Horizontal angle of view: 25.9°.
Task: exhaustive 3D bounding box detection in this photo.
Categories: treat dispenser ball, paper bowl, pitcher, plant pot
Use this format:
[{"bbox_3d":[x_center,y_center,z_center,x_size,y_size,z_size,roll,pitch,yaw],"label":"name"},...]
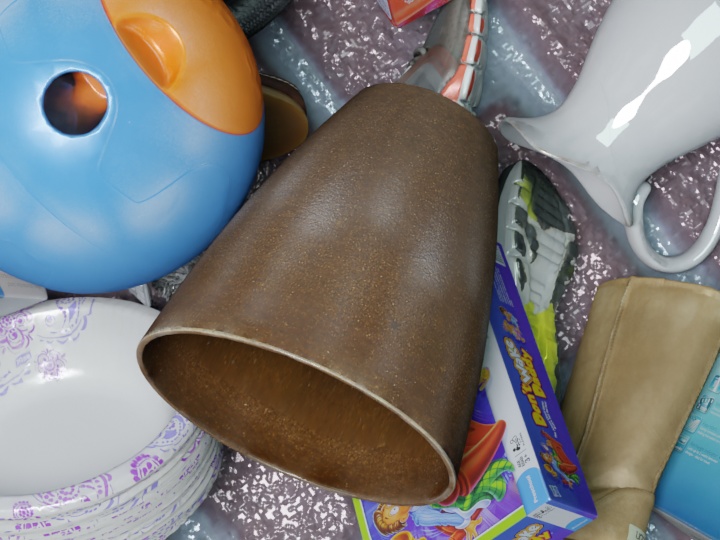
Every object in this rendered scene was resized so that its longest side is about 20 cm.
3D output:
[{"bbox_3d":[-0.154,-0.087,0.886,0.200,0.201,0.201,0,84,1],"label":"treat dispenser ball"},{"bbox_3d":[-0.185,0.115,0.975,0.200,0.201,0.105,-7,125,0],"label":"paper bowl"},{"bbox_3d":[0.216,-0.112,1.028,0.172,0.121,0.200,43,90,-23],"label":"pitcher"},{"bbox_3d":[0.000,0.000,0.886,0.187,0.187,0.200,22,65,3],"label":"plant pot"}]

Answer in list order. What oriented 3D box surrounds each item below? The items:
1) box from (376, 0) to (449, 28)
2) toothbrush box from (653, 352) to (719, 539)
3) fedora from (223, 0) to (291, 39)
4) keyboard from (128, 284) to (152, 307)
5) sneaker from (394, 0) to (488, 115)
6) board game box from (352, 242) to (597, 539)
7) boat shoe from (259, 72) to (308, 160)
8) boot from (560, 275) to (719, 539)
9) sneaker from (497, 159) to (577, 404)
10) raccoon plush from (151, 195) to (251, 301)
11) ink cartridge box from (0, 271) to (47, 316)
[{"bbox_3d":[0.011,-0.273,1.019,0.095,0.100,0.200,-29,66,-4],"label":"box"},{"bbox_3d":[0.287,0.097,0.971,0.085,0.146,0.200,35,84,-32],"label":"toothbrush box"},{"bbox_3d":[-0.126,-0.208,1.039,0.200,0.092,0.201,0,75,-2],"label":"fedora"},{"bbox_3d":[-0.204,-0.051,1.019,0.200,0.056,0.011,40,71,22],"label":"keyboard"},{"bbox_3d":[0.032,-0.107,1.042,0.082,0.077,0.200,15,83,10],"label":"sneaker"},{"bbox_3d":[0.050,0.091,0.941,0.134,0.045,0.200,-40,46,28],"label":"board game box"},{"bbox_3d":[-0.134,-0.117,1.047,0.199,0.071,0.070,3,44,-5],"label":"boat shoe"},{"bbox_3d":[0.136,0.099,1.019,0.175,0.066,0.200,9,66,32],"label":"boot"},{"bbox_3d":[0.084,0.018,1.019,0.084,0.074,0.200,-14,53,38],"label":"sneaker"},{"bbox_3d":[-0.124,-0.017,1.000,0.199,0.134,0.097,11,88,5],"label":"raccoon plush"},{"bbox_3d":[-0.271,-0.069,0.960,0.068,0.116,0.200,-20,81,17],"label":"ink cartridge box"}]
